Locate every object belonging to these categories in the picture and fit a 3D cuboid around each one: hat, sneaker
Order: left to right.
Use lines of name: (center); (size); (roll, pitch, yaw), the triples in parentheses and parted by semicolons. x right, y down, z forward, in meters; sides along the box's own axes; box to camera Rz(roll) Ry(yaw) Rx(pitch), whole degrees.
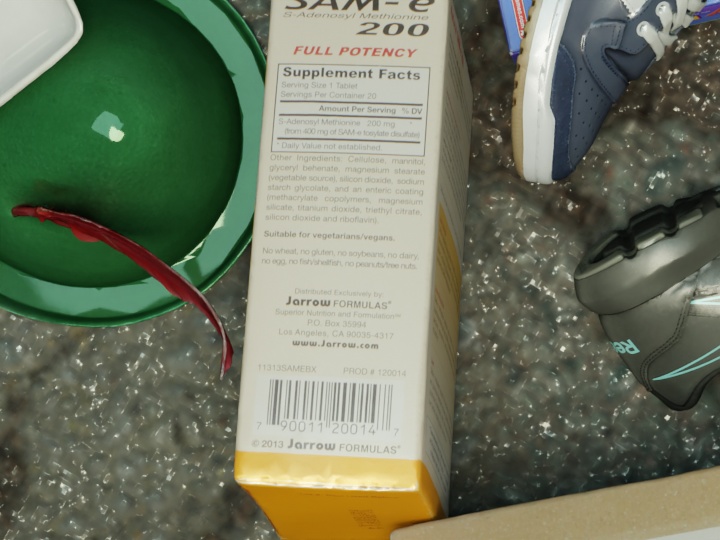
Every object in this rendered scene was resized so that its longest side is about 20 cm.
hat: (-0.117, -0.059, 0.997); (0.198, 0.176, 0.167); (11, 89, 7)
sneaker: (0.130, -0.121, 0.977); (0.108, 0.070, 0.201); (16, 87, 9)
sneaker: (0.188, -0.014, 1.021); (0.199, 0.075, 0.080); (-27, 99, 12)

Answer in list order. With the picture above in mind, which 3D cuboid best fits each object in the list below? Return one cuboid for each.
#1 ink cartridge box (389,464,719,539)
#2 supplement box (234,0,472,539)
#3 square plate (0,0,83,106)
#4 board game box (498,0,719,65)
ink cartridge box: (0.096, 0.182, 0.902); (0.164, 0.075, 0.202); (-15, 67, 32)
supplement box: (0.000, 0.000, 0.985); (0.073, 0.126, 0.202); (2, 73, 7)
square plate: (-0.214, -0.130, 1.048); (0.198, 0.028, 0.201); (-36, 76, 31)
board game box: (0.107, -0.199, 1.041); (0.133, 0.045, 0.202); (-12, 87, 7)
